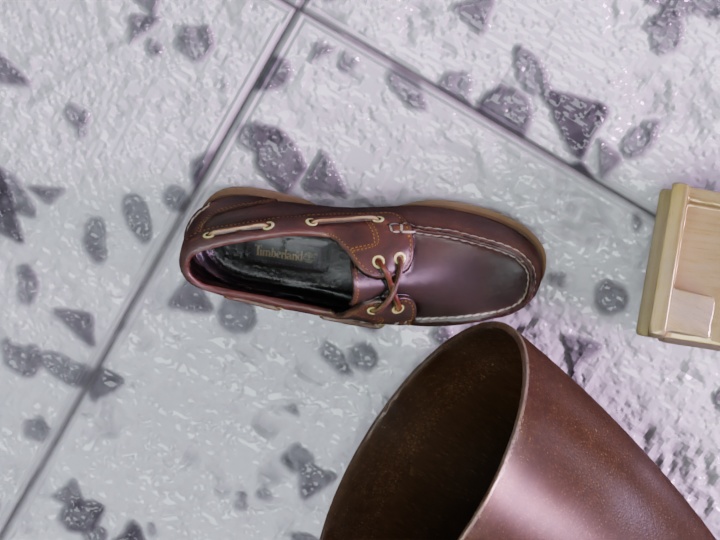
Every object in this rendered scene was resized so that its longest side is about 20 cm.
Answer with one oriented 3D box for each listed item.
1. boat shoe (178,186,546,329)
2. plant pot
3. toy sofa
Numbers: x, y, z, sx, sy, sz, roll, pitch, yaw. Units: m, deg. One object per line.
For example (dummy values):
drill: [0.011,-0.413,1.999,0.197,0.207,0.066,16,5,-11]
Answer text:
boat shoe: [0.000,0.000,1.451,0.199,0.070,0.071,4,111,7]
plant pot: [0.109,0.157,1.450,0.200,0.187,0.187,31,115,-20]
toy sofa: [0.251,0.011,1.413,0.199,0.098,0.083,9,89,6]
